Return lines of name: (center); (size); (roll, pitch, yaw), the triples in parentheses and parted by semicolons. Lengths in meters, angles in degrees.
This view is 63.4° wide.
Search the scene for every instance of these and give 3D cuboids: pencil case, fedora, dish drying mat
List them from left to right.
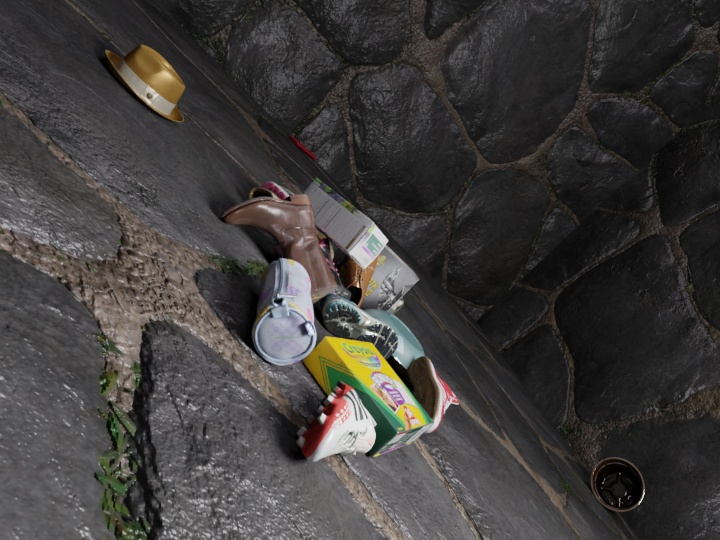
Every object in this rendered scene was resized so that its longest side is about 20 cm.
fedora: (-0.434, -0.405, 1.225); (0.201, 0.082, 0.201); (45, 9, -9)
pencil case: (-0.108, 0.052, 0.827); (0.200, 0.082, 0.092); (-108, 175, -71)
dish drying mat: (-0.293, -0.622, 2.968); (0.077, 0.018, 0.199); (51, 11, 26)

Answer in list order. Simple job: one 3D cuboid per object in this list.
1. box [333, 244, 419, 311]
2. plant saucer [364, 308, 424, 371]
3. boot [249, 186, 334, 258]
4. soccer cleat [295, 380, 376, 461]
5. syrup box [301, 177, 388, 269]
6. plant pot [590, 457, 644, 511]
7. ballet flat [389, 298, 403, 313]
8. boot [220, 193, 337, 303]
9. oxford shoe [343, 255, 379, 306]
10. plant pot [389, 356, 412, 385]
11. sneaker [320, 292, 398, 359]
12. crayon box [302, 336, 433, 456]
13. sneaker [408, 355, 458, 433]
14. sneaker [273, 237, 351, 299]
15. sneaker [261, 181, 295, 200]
box: (0.019, 0.012, 1.340); (0.200, 0.158, 0.049); (41, 10, -36)
plant saucer: (0.088, 0.149, 1.295); (0.201, 0.039, 0.201); (46, 9, -9)
boot: (-0.151, -0.094, 1.263); (0.201, 0.073, 0.155); (51, 10, 32)
soccer cleat: (-0.020, 0.193, 0.709); (0.085, 0.069, 0.200); (43, 4, 4)
syrup box: (-0.042, -0.098, 1.191); (0.199, 0.082, 0.079); (40, -2, 36)
plant pot: (1.054, 0.887, 2.382); (0.201, 0.199, 0.198); (53, 5, 37)
ballet flat: (0.081, 0.086, 1.605); (0.068, 0.064, 0.200); (47, 10, 7)
boot: (-0.144, -0.030, 1.058); (0.064, 0.183, 0.204); (-30, -107, 64)
oxford shoe: (0.000, 0.000, 1.237); (0.070, 0.204, 0.071); (10, 17, -2)
plant pot: (0.112, 0.215, 1.336); (0.200, 0.027, 0.200); (45, 9, -9)
sneaker: (-0.001, 0.102, 1.136); (0.200, 0.078, 0.087); (41, 7, -34)
crayon box: (0.018, 0.190, 0.909); (0.173, 0.058, 0.200); (51, 10, 21)
sneaker: (0.148, 0.267, 1.147); (0.113, 0.070, 0.201); (54, 17, -22)
sneaker: (-0.077, -0.013, 1.165); (0.200, 0.096, 0.078); (43, -15, -32)
sneaker: (-0.156, -0.138, 1.419); (0.200, 0.074, 0.087); (43, 15, 5)
